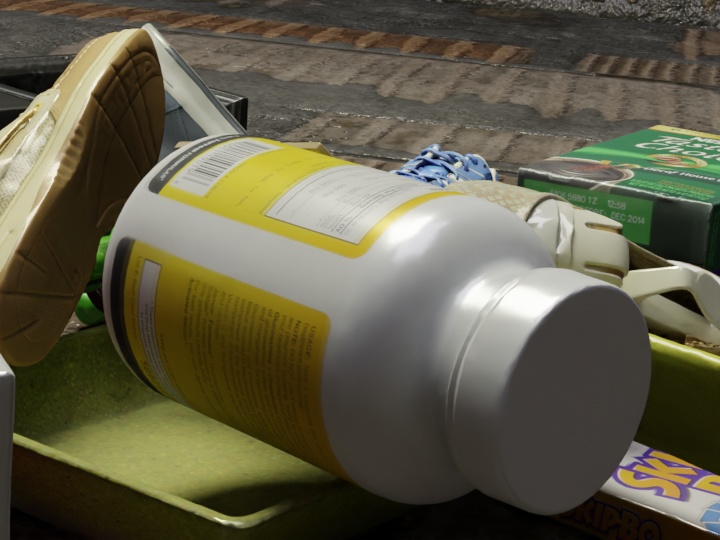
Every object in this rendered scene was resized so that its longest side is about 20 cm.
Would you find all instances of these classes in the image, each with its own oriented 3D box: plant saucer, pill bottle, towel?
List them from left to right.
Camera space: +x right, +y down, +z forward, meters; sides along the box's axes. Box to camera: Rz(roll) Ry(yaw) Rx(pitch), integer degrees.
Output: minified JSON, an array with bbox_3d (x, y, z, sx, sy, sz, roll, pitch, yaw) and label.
[{"bbox_3d":[-0.063,0.074,0.744,0.199,0.048,0.200,15,17,35],"label":"plant saucer"},{"bbox_3d":[0.003,0.020,0.652,0.112,0.112,0.200,-9,20,-43],"label":"pill bottle"},{"bbox_3d":[0.080,0.038,0.700,0.200,0.018,0.086,20,-24,44],"label":"towel"}]

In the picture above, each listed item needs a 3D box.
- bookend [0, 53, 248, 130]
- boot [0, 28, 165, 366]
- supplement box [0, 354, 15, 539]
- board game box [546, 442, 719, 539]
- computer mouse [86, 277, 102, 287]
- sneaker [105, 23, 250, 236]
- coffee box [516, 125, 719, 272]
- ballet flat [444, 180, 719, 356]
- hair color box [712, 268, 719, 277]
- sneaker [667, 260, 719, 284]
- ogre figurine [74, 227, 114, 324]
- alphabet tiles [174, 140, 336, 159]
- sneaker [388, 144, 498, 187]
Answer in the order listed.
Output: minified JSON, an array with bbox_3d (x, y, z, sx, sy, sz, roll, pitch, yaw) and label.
[{"bbox_3d":[-0.218,-0.085,1.217,0.200,0.092,0.198,-10,21,-42],"label":"bookend"},{"bbox_3d":[-0.185,-0.041,0.814,0.155,0.073,0.200,2,47,21],"label":"boot"},{"bbox_3d":[-0.226,0.070,0.602,0.199,0.104,0.101,-3,15,-22],"label":"supplement box"},{"bbox_3d":[0.160,0.104,0.743,0.200,0.030,0.095,14,17,41],"label":"board game box"},{"bbox_3d":[-0.137,0.021,0.826,0.199,0.034,0.059,-21,2,9],"label":"computer mouse"},{"bbox_3d":[-0.113,-0.029,1.081,0.202,0.146,0.077,47,-1,6],"label":"sneaker"},{"bbox_3d":[0.186,-0.046,1.036,0.123,0.044,0.200,14,18,31],"label":"coffee box"},{"bbox_3d":[0.112,0.001,0.803,0.200,0.068,0.062,22,-29,-38],"label":"ballet flat"},{"bbox_3d":[0.190,0.001,1.070,0.109,0.065,0.200,14,19,35],"label":"hair color box"},{"bbox_3d":[0.096,0.026,0.925,0.108,0.070,0.200,-3,9,-44],"label":"sneaker"},{"bbox_3d":[-0.111,-0.001,0.934,0.120,0.098,0.200,-2,-22,27],"label":"ogre figurine"},{"bbox_3d":[0.000,0.000,0.801,0.166,0.006,0.200,46,-19,-25],"label":"alphabet tiles"},{"bbox_3d":[0.033,-0.040,1.049,0.076,0.077,0.200,16,0,19],"label":"sneaker"}]
